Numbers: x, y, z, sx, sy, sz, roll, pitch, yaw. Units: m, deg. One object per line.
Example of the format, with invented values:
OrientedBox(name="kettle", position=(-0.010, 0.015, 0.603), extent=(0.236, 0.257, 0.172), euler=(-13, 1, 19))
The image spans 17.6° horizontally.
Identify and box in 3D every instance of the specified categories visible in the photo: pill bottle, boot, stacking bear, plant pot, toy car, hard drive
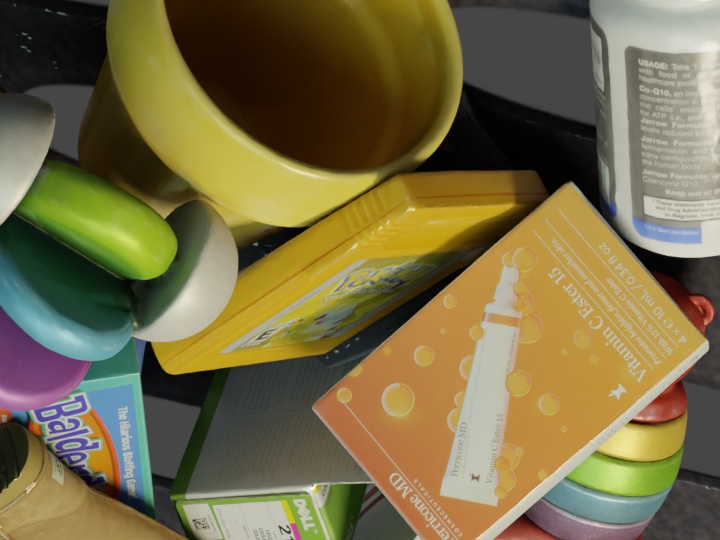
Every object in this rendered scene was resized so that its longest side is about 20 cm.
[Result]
OrientedBox(name="pill bottle", position=(0.187, -0.119, 1.313), extent=(0.113, 0.114, 0.201), euler=(2, 127, 13))
OrientedBox(name="boot", position=(-0.203, 0.191, 1.432), extent=(0.175, 0.066, 0.200), euler=(-29, 136, 17))
OrientedBox(name="stacking bear", position=(0.159, 0.092, 1.481), extent=(0.121, 0.114, 0.201), euler=(25, 118, 13))
OrientedBox(name="plant pot", position=(-0.070, -0.101, 1.356), extent=(0.200, 0.201, 0.189), euler=(34, 143, -11))
OrientedBox(name="toy car", position=(-0.181, 0.005, 1.270), extent=(0.175, 0.150, 0.200), euler=(33, 159, -27))
OrientedBox(name="hard drive", position=(0.020, -0.029, 1.467), extent=(0.200, 0.042, 0.135), euler=(-30, 114, 30))

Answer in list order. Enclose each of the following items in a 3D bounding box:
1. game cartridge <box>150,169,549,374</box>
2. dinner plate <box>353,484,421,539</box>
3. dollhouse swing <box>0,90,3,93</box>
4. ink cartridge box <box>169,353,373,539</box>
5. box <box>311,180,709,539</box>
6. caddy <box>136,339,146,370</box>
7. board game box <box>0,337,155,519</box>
OrientedBox(name="game cartridge", position=(0.000, 0.000, 1.368), extent=(0.200, 0.176, 0.033), euler=(-31, 76, 31))
OrientedBox(name="dinner plate", position=(-0.002, 0.191, 1.535), extent=(0.024, 0.200, 0.200), euler=(41, 125, -11))
OrientedBox(name="dollhouse swing", position=(-0.259, -0.089, 1.396), extent=(0.182, 0.200, 0.176), euler=(43, 124, -18))
OrientedBox(name="ink cartridge box", position=(-0.006, 0.119, 1.516), extent=(0.199, 0.148, 0.076), euler=(-5, 126, 18))
OrientedBox(name="box", position=(0.090, 0.063, 1.368), extent=(0.200, 0.097, 0.124), euler=(-42, 80, 3))
OrientedBox(name="caddy", position=(-0.203, 0.086, 1.549), extent=(0.105, 0.142, 0.200), euler=(31, 128, -7))
OrientedBox(name="board game box", position=(-0.229, 0.108, 1.419), extent=(0.199, 0.045, 0.152), euler=(-9, 139, -7))
